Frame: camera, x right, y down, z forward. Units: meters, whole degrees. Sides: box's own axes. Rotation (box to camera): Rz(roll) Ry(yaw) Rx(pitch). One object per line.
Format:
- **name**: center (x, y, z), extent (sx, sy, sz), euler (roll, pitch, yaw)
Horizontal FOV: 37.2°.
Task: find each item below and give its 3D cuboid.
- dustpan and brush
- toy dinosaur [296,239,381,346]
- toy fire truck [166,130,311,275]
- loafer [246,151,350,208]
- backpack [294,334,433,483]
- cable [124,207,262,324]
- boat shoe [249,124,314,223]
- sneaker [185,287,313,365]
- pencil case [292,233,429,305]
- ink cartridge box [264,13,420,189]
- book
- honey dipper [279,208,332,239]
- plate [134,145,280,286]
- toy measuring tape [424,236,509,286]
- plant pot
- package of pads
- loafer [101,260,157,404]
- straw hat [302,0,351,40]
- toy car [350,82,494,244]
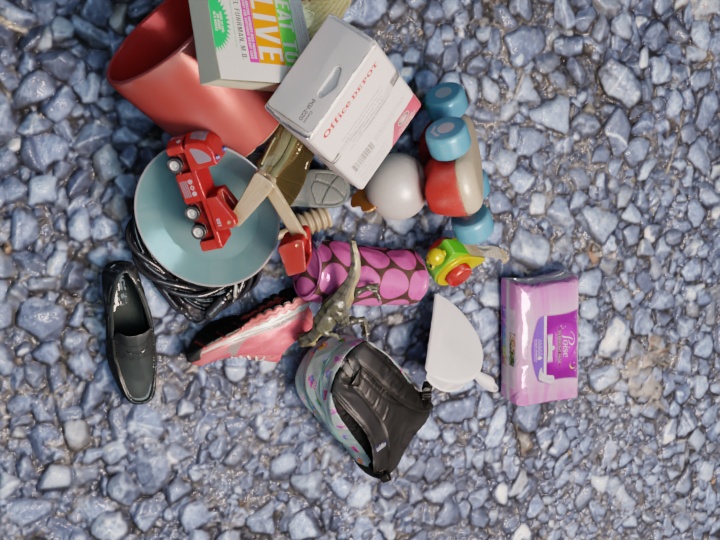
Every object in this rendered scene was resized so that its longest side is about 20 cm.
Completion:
- **dustpan and brush**: center (0.161, 0.141, 1.657), extent (0.198, 0.057, 0.142), euler (30, 55, -30)
- **toy dinosaur**: center (-0.018, 0.048, 1.482), extent (0.087, 0.048, 0.202), euler (11, 125, -29)
- **toy fire truck**: center (-0.149, -0.086, 1.343), extent (0.138, 0.049, 0.203), euler (-11, 113, 15)
- **loafer**: center (-0.115, -0.122, 1.504), extent (0.196, 0.063, 0.073), euler (9, 91, -20)
- **backpack**: center (-0.001, 0.187, 1.563), extent (0.201, 0.125, 0.168), euler (50, 59, -33)
- **cable**: center (-0.225, -0.037, 1.457), extent (0.162, 0.051, 0.201), euler (-35, 101, 5)
- **boat shoe**: center (-0.107, -0.154, 1.444), extent (0.203, 0.062, 0.073), euler (-63, 154, -3)
- **sneaker**: center (-0.149, 0.102, 1.521), extent (0.198, 0.074, 0.088), euler (-25, 109, -17)
- **pencil case**: center (0.000, 0.000, 1.547), extent (0.197, 0.094, 0.091), euler (7, 130, -34)
- **ink cartridge box**: center (-0.018, -0.210, 1.368), extent (0.147, 0.084, 0.200), euler (-54, 158, 0)
- **book**: center (-0.133, -0.290, 1.297), extent (0.199, 0.047, 0.136), euler (-12, 94, -59)
- **honey dipper**: center (-0.135, -0.044, 1.523), extent (0.197, 0.038, 0.039), euler (-22, 107, -14)
- **plate**: center (-0.199, -0.075, 1.399), extent (0.196, 0.026, 0.204), euler (4, 114, 8)
- **toy measuring tape**: center (0.153, -0.011, 1.614), extent (0.199, 0.073, 0.075), euler (4, 100, -55)
- **plant pot**: center (-0.199, -0.246, 1.384), extent (0.201, 0.200, 0.178), euler (-47, 123, -8)
- **package of pads**: center (0.285, 0.105, 1.698), extent (0.118, 0.076, 0.204), euler (-6, 102, -20)
- **loafer**: center (-0.313, 0.088, 1.452), extent (0.067, 0.070, 0.205), euler (-11, 103, -19)
- **straw hat**: center (-0.091, -0.405, 1.416), extent (0.197, 0.085, 0.205), euler (2, 81, -14)
- **toy car**: center (0.077, -0.139, 1.547), extent (0.196, 0.179, 0.186), euler (-12, 130, 12)
